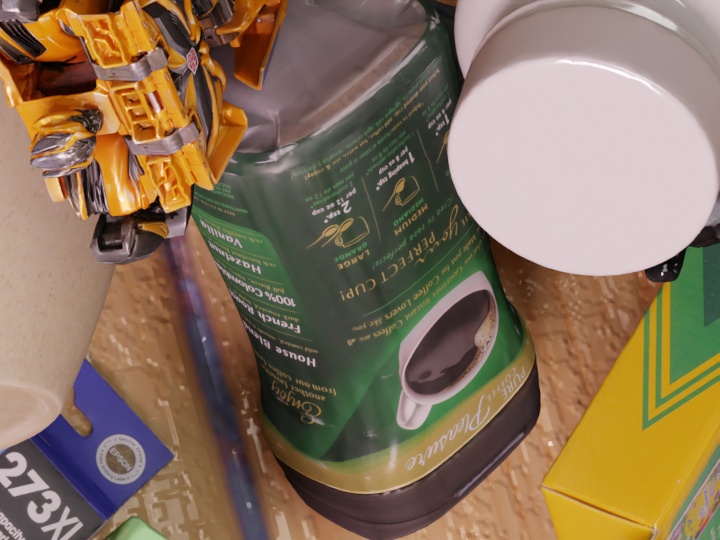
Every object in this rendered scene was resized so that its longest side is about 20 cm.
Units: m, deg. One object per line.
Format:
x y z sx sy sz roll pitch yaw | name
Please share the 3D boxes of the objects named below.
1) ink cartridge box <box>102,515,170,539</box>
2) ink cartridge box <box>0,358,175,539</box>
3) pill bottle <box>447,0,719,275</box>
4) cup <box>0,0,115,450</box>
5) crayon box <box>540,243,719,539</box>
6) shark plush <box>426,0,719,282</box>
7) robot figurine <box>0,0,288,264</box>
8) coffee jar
-0.114 0.195 0.954 0.084 0.145 0.200 37 66 -6 | ink cartridge box
-0.163 0.093 1.029 0.095 0.037 0.200 48 63 -1 | ink cartridge box
0.094 -0.095 0.991 0.114 0.114 0.200 31 42 -9 | pill bottle
-0.161 -0.013 0.962 0.200 0.200 0.143 -4 70 -21 | cup
0.130 0.067 1.090 0.052 0.126 0.200 20 62 26 | crayon box
0.073 -0.041 1.080 0.091 0.200 0.083 -16 115 -13 | shark plush
-0.065 -0.099 0.910 0.058 0.145 0.200 -8 39 19 | robot figurine
0.000 0.000 1.037 0.104 0.085 0.200 -41 134 -27 | coffee jar
